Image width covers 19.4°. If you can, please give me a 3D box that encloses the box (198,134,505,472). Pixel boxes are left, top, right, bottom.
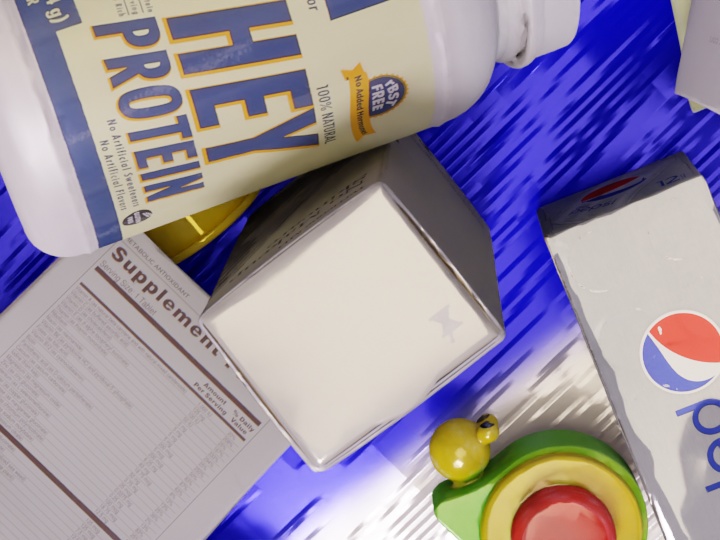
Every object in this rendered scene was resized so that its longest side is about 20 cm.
[{"bbox_3d":[0.000,0.000,0.765,0.082,0.200,0.068,-37,97,7],"label":"box"}]

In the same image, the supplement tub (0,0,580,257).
[{"bbox_3d":[-0.040,-0.101,0.720,0.200,0.145,0.145,-21,101,-7],"label":"supplement tub"}]

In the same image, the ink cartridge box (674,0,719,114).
[{"bbox_3d":[0.211,-0.144,0.775,0.146,0.084,0.200,6,102,-21],"label":"ink cartridge box"}]

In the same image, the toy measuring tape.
[{"bbox_3d":[0.109,0.126,0.858,0.200,0.074,0.074,44,98,-8],"label":"toy measuring tape"}]

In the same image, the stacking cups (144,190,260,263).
[{"bbox_3d":[-0.117,-0.095,0.805,0.060,0.061,0.200,-33,107,7],"label":"stacking cups"}]

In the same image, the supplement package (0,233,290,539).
[{"bbox_3d":[-0.125,0.091,0.787,0.114,0.110,0.200,44,74,0],"label":"supplement package"}]

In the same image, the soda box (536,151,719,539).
[{"bbox_3d":[0.138,0.058,0.846,0.068,0.063,0.200,-22,100,6],"label":"soda box"}]

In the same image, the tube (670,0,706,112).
[{"bbox_3d":[0.133,-0.166,0.812,0.058,0.052,0.200,-10,108,36],"label":"tube"}]
